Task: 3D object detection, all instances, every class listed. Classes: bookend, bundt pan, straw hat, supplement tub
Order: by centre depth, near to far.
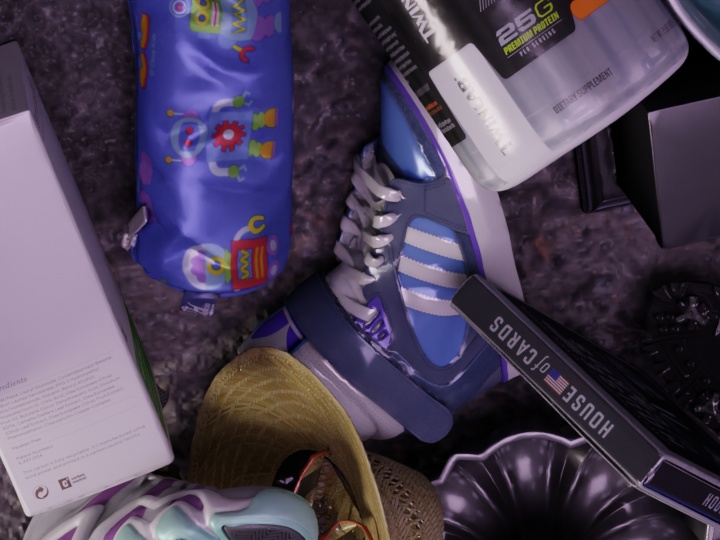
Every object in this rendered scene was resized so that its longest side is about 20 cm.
[{"bbox_3d":[0.053,-0.149,1.128,0.122,0.123,0.201,-35,94,6],"label":"supplement tub"},{"bbox_3d":[0.224,-0.054,1.186,0.197,0.200,0.093,-13,116,-6],"label":"bookend"},{"bbox_3d":[-0.005,0.133,1.222,0.085,0.201,0.203,-5,117,-32],"label":"straw hat"},{"bbox_3d":[0.100,0.169,1.315,0.200,0.076,0.204,0,106,0],"label":"bundt pan"}]

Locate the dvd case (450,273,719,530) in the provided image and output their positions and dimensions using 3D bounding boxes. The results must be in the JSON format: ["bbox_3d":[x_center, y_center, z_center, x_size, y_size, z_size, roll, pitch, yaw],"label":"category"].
[{"bbox_3d":[0.144,0.079,1.213,0.025,0.150,0.200,-51,143,7],"label":"dvd case"}]

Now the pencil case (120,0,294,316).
[{"bbox_3d":[-0.076,-0.084,1.178,0.086,0.078,0.202,-8,115,-20],"label":"pencil case"}]

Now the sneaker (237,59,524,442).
[{"bbox_3d":[0.000,0.000,1.229,0.146,0.081,0.201,-22,122,-6],"label":"sneaker"}]

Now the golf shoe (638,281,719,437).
[{"bbox_3d":[0.245,0.061,1.294,0.199,0.094,0.078,27,109,9],"label":"golf shoe"}]

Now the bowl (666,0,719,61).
[{"bbox_3d":[0.209,-0.184,1.161,0.199,0.105,0.203,-1,96,-14],"label":"bowl"}]

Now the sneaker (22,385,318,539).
[{"bbox_3d":[-0.102,0.112,1.228,0.199,0.141,0.078,-21,130,28],"label":"sneaker"}]

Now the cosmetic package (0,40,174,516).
[{"bbox_3d":[-0.167,0.004,1.184,0.084,0.108,0.201,-20,117,-2],"label":"cosmetic package"}]

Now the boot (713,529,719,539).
[{"bbox_3d":[0.240,0.152,1.338,0.200,0.096,0.074,-40,115,8],"label":"boot"}]
